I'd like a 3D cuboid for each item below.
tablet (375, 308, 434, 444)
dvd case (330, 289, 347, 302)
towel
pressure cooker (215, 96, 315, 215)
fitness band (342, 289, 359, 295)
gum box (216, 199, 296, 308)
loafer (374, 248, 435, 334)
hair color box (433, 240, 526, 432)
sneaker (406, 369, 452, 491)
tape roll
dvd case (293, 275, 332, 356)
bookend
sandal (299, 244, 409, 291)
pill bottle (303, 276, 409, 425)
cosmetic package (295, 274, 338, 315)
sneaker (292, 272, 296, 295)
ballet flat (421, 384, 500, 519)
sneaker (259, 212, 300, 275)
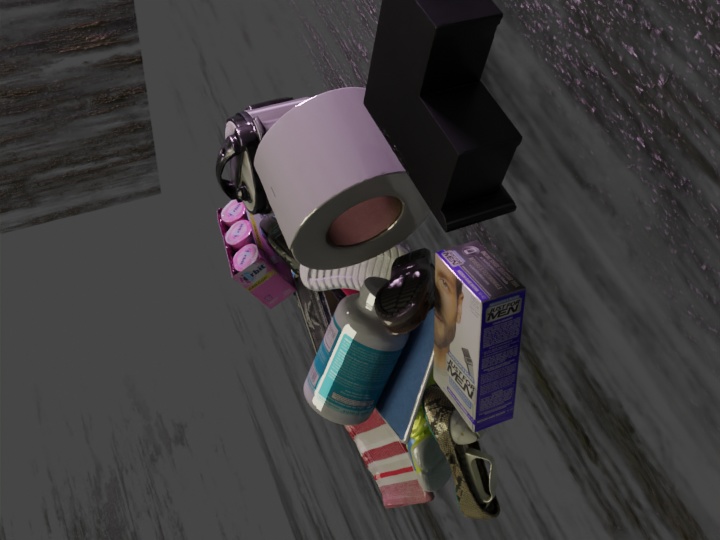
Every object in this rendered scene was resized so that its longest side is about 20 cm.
[{"bbox_3d":[0.070,0.125,1.115,0.130,0.014,0.202,39,114,65],"label":"tablet"},{"bbox_3d":[0.000,0.073,1.298,0.143,0.018,0.200,48,-176,-44],"label":"dvd case"},{"bbox_3d":[0.032,0.275,1.246,0.201,0.023,0.144,62,149,7],"label":"towel"},{"bbox_3d":[-0.142,-0.186,1.312,0.179,0.198,0.178,-140,36,-59],"label":"pressure cooker"},{"bbox_3d":[-0.041,-0.019,1.314,0.144,0.037,0.200,48,-174,-49],"label":"fitness band"},{"bbox_3d":[-0.194,-0.041,1.472,0.114,0.066,0.201,45,-164,-43],"label":"gum box"},{"bbox_3d":[0.072,0.034,1.011,0.072,0.072,0.200,65,-159,-15],"label":"loafer"},{"bbox_3d":[0.137,0.080,0.949,0.109,0.064,0.202,-128,30,-50],"label":"hair color box"},{"bbox_3d":[0.087,0.219,1.178,0.105,0.075,0.202,10,104,59],"label":"sneaker"},{"bbox_3d":[-0.020,-0.114,1.022,0.203,0.201,0.140,107,143,-59],"label":"tape roll"},{"bbox_3d":[-0.077,0.077,1.393,0.200,0.016,0.150,155,97,-75],"label":"dvd case"},{"bbox_3d":[0.096,-0.185,0.797,0.200,0.091,0.201,61,156,29],"label":"bookend"},{"bbox_3d":[0.000,-0.008,1.189,0.201,0.050,0.083,2,96,30],"label":"sandal"},{"bbox_3d":[0.000,0.111,1.126,0.111,0.110,0.201,53,127,46],"label":"pill bottle"},{"bbox_3d":[-0.053,0.079,1.478,0.200,0.070,0.106,-127,27,-47],"label":"cosmetic package"},{"bbox_3d":[-0.119,-0.044,1.552,0.087,0.074,0.202,40,136,37],"label":"sneaker"},{"bbox_3d":[0.147,0.246,1.078,0.075,0.068,0.202,-8,104,49],"label":"ballet flat"},{"bbox_3d":[-0.121,-0.063,1.391,0.076,0.079,0.200,53,180,-34],"label":"sneaker"}]
